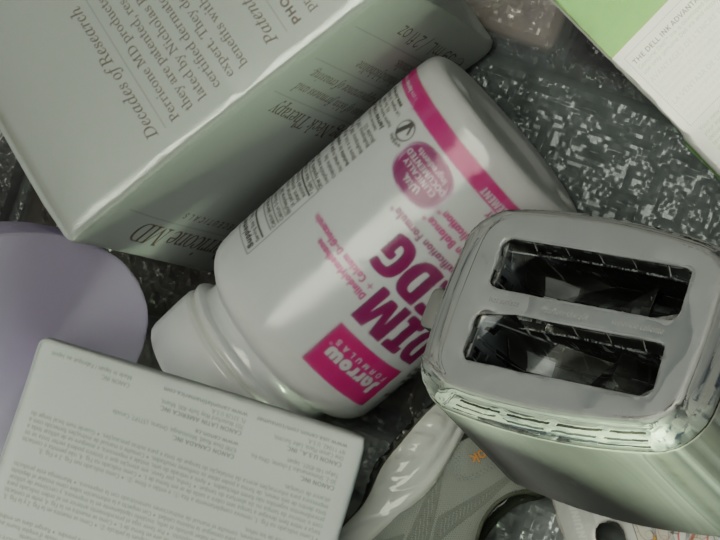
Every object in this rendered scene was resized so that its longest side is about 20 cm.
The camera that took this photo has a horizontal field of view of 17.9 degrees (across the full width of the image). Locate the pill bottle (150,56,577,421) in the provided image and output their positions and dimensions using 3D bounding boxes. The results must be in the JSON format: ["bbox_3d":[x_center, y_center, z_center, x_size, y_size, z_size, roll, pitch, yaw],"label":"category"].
[{"bbox_3d":[0.000,0.000,1.128,0.200,0.113,0.114,-41,72,12],"label":"pill bottle"}]

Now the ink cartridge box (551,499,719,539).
[{"bbox_3d":[0.200,0.124,1.082,0.199,0.050,0.162,-23,77,26],"label":"ink cartridge box"}]

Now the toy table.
[{"bbox_3d":[-0.217,0.026,1.114,0.117,0.199,0.185,25,109,45],"label":"toy table"}]

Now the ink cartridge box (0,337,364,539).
[{"bbox_3d":[-0.102,0.148,1.053,0.162,0.057,0.201,17,80,1],"label":"ink cartridge box"}]

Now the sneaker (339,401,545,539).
[{"bbox_3d":[0.014,0.153,1.113,0.079,0.074,0.200,37,82,10],"label":"sneaker"}]

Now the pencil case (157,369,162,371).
[{"bbox_3d":[-0.119,0.154,1.175,0.086,0.078,0.201,-1,82,-11],"label":"pencil case"}]

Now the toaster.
[{"bbox_3d":[0.123,0.046,1.025,0.199,0.129,0.114,12,74,37],"label":"toaster"}]

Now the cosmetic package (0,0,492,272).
[{"bbox_3d":[-0.075,-0.129,1.141,0.200,0.167,0.167,-37,74,13],"label":"cosmetic package"}]

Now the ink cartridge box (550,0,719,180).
[{"bbox_3d":[0.207,-0.112,1.098,0.146,0.048,0.200,-45,71,10],"label":"ink cartridge box"}]
